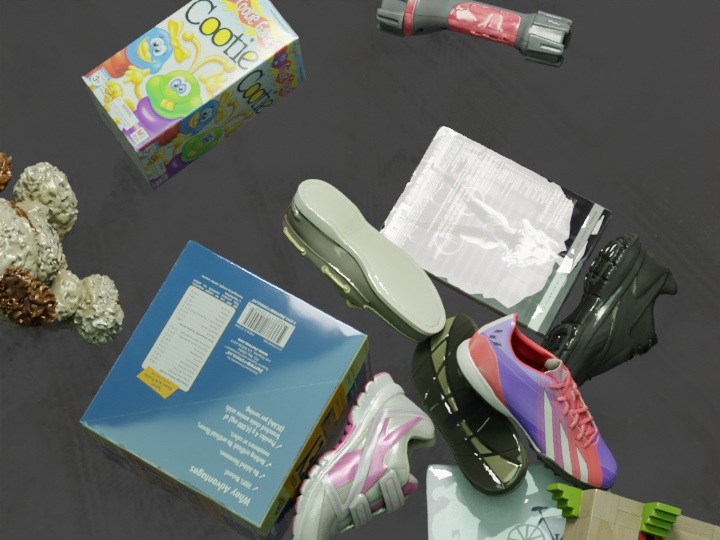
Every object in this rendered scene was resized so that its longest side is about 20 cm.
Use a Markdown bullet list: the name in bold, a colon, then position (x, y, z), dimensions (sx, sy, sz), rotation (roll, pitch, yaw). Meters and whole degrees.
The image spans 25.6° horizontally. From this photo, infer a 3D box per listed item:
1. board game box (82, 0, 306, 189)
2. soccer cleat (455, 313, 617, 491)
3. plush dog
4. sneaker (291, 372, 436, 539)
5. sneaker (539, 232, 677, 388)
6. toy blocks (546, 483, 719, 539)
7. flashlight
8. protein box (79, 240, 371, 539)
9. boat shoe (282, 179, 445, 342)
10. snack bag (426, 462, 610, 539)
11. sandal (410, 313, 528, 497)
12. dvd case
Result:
- **board game box**: position (-0.166, -0.195, 1.616), dimensions (0.199, 0.105, 0.103), rotation (-37, 73, -8)
- **soccer cleat**: position (0.177, 0.124, 1.453), dimensions (0.200, 0.068, 0.073), rotation (44, 119, -11)
- **plush dog**: position (-0.336, -0.010, 1.525), dimensions (0.159, 0.172, 0.202), rotation (-25, 72, -5)
- **sneaker**: position (0.004, 0.198, 1.484), dimensions (0.088, 0.081, 0.201), rotation (29, 75, 14)
- **sneaker**: position (0.235, 0.066, 1.522), dimensions (0.090, 0.076, 0.201), rotation (35, 87, -12)
- **toy blocks**: position (0.253, 0.285, 1.426), dimensions (0.198, 0.100, 0.138), rotation (18, 74, -16)
- **flashlight**: position (0.118, -0.258, 1.643), dimensions (0.197, 0.068, 0.068), rotation (17, 71, 9)
- **protein box**: position (-0.121, 0.120, 1.488), dimensions (0.197, 0.135, 0.201), rotation (27, 74, 11)
- **boat shoe**: position (0.002, -0.001, 1.564), dimensions (0.202, 0.060, 0.072), rotation (46, 39, 13)
- **snack bag**: position (0.149, 0.273, 1.482), dimensions (0.186, 0.021, 0.203), rotation (-3, 68, 1)
- **sandal**: position (0.105, 0.133, 1.511), dimensions (0.079, 0.057, 0.203), rotation (-28, 55, 13)
- **dvd case**: position (0.133, -0.041, 1.594), dimensions (0.198, 0.016, 0.150), rotation (28, 74, 12)
